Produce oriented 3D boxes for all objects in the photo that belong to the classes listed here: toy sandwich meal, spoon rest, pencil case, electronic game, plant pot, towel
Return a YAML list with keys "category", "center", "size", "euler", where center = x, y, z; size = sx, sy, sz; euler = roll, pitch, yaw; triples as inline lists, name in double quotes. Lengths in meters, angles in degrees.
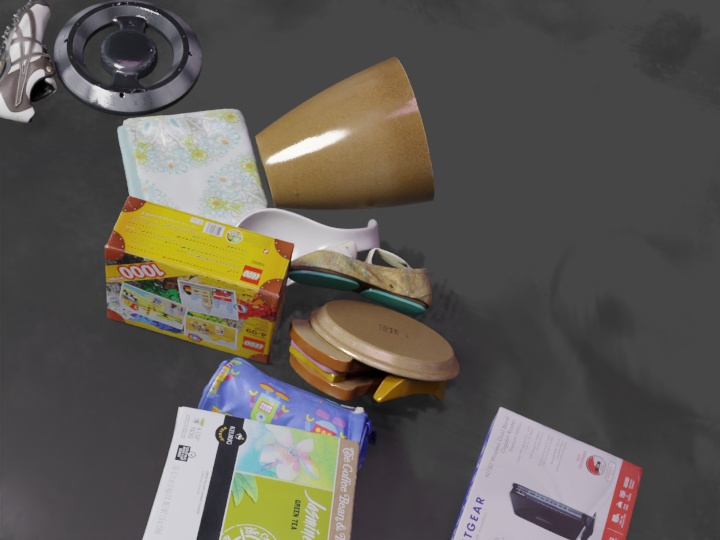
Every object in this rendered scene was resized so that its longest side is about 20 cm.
- category: "toy sandwich meal"
  center: [0.018, 0.100, 1.332]
  size: [0.203, 0.071, 0.205]
  euler: [19, 15, -5]
- category: "spoon rest"
  center: [-0.065, -0.033, 1.421]
  size: [0.198, 0.061, 0.101]
  euler: [-9, 96, -19]
- category: "pencil case"
  center: [-0.079, 0.164, 1.279]
  size: [0.198, 0.078, 0.088]
  euler: [23, 90, 4]
- category: "electronic game"
  center: [-0.314, -0.290, 1.567]
  size: [0.197, 0.042, 0.202]
  euler: [5, 57, -8]
- category: "plant pot"
  center: [-0.027, -0.153, 1.464]
  size: [0.198, 0.187, 0.188]
  euler: [-15, 59, -4]
- category: "towel"
  center: [-0.212, -0.118, 1.468]
  size: [0.169, 0.048, 0.202]
  euler: [-8, 58, -15]

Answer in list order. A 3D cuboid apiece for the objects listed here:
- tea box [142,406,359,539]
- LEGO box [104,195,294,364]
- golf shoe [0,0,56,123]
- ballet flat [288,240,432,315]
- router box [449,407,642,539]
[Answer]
- category: "tea box"
  center: [-0.111, 0.265, 1.146]
  size: [0.194, 0.135, 0.201]
  euler: [12, 37, -5]
- category: "LEGO box"
  center: [-0.184, 0.013, 1.321]
  size: [0.198, 0.150, 0.078]
  euler: [16, 54, 1]
- category: "golf shoe"
  center: [-0.437, -0.270, 1.522]
  size: [0.094, 0.078, 0.202]
  euler: [26, 55, -14]
- category: "ballet flat"
  center: [0.000, 0.000, 1.389]
  size: [0.198, 0.071, 0.071]
  euler: [16, 51, -26]
- category: "router box"
  center: [0.201, 0.277, 1.279]
  size: [0.178, 0.049, 0.201]
  euler: [22, 55, 4]
